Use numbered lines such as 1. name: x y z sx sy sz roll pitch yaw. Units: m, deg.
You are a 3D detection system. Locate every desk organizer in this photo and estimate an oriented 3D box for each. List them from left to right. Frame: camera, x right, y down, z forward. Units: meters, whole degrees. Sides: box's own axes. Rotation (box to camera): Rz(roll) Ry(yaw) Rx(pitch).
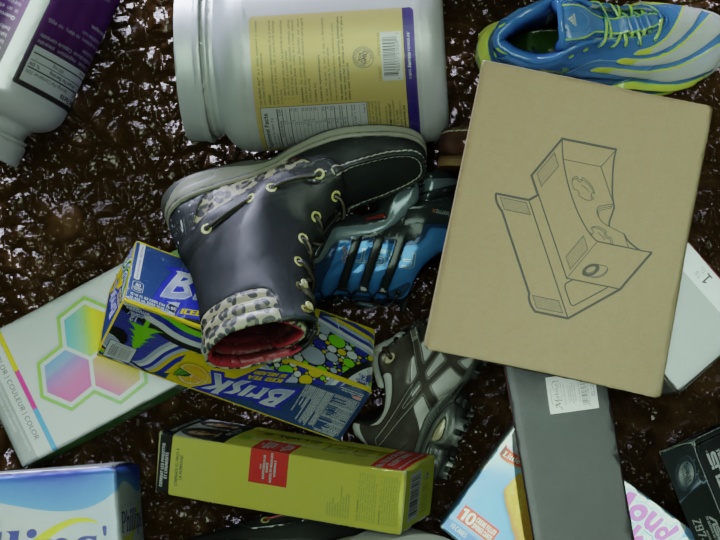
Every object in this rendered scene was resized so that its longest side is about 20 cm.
1. desk organizer: 0.150 0.139 1.419 0.071 0.077 0.202 -9 85 2

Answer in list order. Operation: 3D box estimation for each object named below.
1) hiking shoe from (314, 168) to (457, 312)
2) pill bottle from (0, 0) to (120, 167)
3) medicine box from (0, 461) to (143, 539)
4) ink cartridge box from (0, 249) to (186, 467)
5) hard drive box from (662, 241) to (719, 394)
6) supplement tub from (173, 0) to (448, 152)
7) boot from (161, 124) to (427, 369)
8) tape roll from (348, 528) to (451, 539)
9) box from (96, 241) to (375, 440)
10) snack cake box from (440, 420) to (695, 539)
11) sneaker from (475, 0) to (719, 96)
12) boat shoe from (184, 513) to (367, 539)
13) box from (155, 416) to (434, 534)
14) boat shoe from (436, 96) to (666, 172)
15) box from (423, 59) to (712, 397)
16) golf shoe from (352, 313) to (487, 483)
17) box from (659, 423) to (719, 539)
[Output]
1. hiking shoe: 0.000 0.000 1.505 0.199 0.074 0.087 -29 84 1
2. pill bottle: -0.258 -0.187 1.514 0.112 0.112 0.201 25 88 5
3. medicine box: -0.258 0.253 1.489 0.181 0.103 0.202 -5 87 3
4. ink cartridge box: -0.192 0.061 1.519 0.199 0.059 0.104 -27 84 1
5. hard drive box: 0.198 0.009 1.430 0.077 0.200 0.156 -40 85 0
6. supplement tub: -0.035 -0.164 1.483 0.198 0.145 0.147 -3 86 3
7. boot: -0.036 -0.017 1.420 0.202 0.074 0.155 -15 53 0
8. tape roll: 0.023 0.290 1.439 0.037 0.202 0.204 7 85 47
9. box: -0.091 0.054 1.463 0.199 0.070 0.064 21 129 -15
10. snack cake box: 0.172 0.206 1.485 0.199 0.067 0.115 37 90 5
11. sneaker: 0.187 -0.170 1.491 0.198 0.105 0.076 -7 86 3
12. boat shoe: -0.062 0.222 1.502 0.200 0.063 0.074 -8 116 4
13. box: -0.049 0.153 1.471 0.198 0.075 0.051 8 98 20
14. boat shoe: 0.148 -0.104 1.484 0.199 0.070 0.071 -1 93 -26
15. box: 0.142 -0.029 1.326 0.162 0.021 0.202 12 86 5
16. golf shoe: 0.056 0.058 1.486 0.094 0.078 0.201 22 98 9
17. box: 0.327 0.196 1.452 0.159 0.043 0.201 -18 84 -30
